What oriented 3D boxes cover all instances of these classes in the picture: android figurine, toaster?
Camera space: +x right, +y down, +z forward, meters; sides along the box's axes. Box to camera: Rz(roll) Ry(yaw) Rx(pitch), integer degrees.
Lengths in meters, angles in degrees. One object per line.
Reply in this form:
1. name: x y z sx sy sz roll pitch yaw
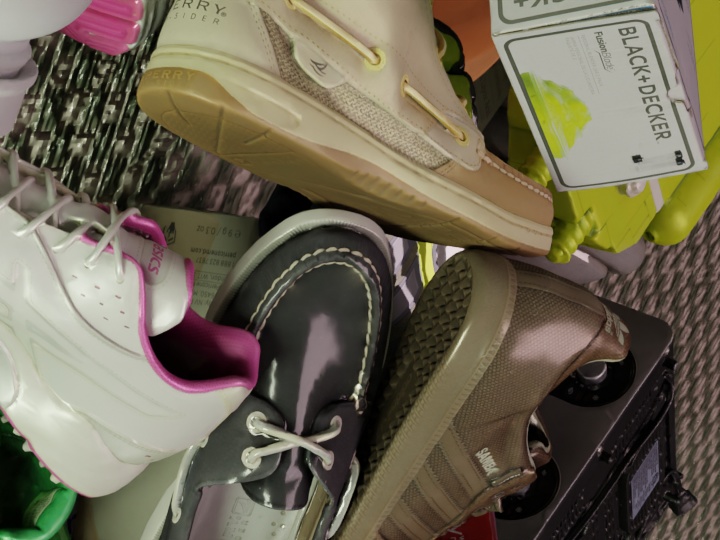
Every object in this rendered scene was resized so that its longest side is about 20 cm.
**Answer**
1. android figurine: 0.127 -0.091 1.246 0.200 0.041 0.183 -52 141 -32
2. toaster: 0.096 0.125 1.556 0.181 0.118 0.200 -52 153 -25

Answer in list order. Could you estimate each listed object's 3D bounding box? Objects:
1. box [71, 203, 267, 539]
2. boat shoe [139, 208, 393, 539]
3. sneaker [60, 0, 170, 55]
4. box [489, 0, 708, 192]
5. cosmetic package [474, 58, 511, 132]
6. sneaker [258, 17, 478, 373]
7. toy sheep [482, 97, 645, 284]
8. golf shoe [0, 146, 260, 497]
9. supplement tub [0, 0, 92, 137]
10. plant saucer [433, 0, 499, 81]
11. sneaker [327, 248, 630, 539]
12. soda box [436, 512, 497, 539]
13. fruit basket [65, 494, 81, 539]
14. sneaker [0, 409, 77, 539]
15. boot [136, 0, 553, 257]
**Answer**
1. box: -0.056 0.081 1.151 0.095 0.078 0.201 17 84 -44
2. boat shoe: -0.035 0.071 1.020 0.060 0.074 0.201 -107 -143 -55
3. sneaker: -0.081 -0.164 0.938 0.088 0.081 0.201 -42 149 -39
4. box: 0.085 -0.145 1.033 0.117 0.060 0.201 59 25 -59
5. cosmetic package: 0.064 -0.164 1.257 0.200 0.074 0.102 -54 154 -20
6. sneaker: 0.000 0.000 1.103 0.081 0.074 0.201 -7 107 -15
7. toy sheep: 0.107 -0.064 1.366 0.201 0.138 0.138 -62 157 2
8. golf shoe: -0.110 -0.009 0.947 0.200 0.091 0.076 51 30 -33
9. supplement tub: -0.125 -0.151 0.778 0.144 0.144 0.201 -6 119 -63
10. plant saucer: 0.024 -0.163 1.122 0.200 0.037 0.201 -12 108 -42
11. sneaker: 0.032 0.077 1.056 0.071 0.075 0.200 -92 -154 -43
12. soda box: 0.024 0.088 1.295 0.064 0.070 0.201 82 2 -53
13. fruit basket: -0.068 0.132 1.251 0.185 0.093 0.201 -36 139 -46
14. sneaker: -0.146 0.091 1.052 0.074 0.083 0.200 -57 156 -18
15. boot: 0.015 -0.097 1.001 0.200 0.073 0.156 25 75 -42
